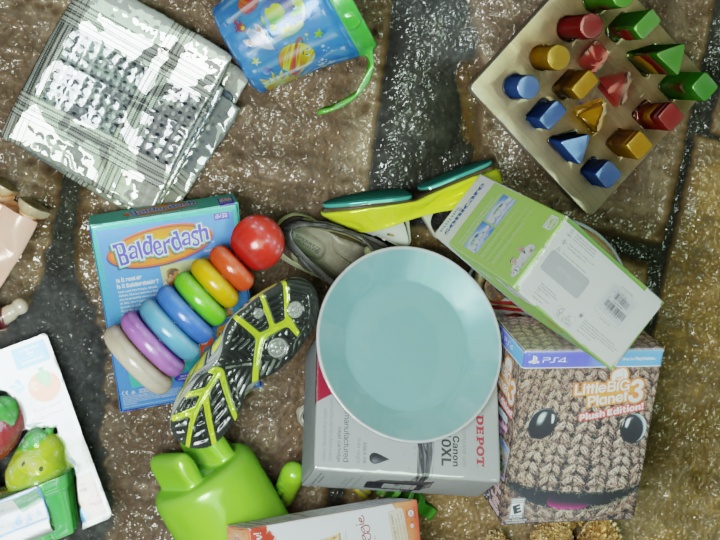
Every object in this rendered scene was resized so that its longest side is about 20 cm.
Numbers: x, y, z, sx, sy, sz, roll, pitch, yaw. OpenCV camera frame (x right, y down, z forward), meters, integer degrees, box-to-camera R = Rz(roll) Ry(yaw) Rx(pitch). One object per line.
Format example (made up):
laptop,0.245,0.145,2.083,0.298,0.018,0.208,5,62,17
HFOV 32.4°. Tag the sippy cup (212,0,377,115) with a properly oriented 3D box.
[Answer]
sippy cup,-0.070,-0.248,1.225,0.129,0.140,0.179,-30,64,6

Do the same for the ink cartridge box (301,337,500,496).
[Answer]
ink cartridge box,0.043,0.152,1.297,0.197,0.083,0.147,5,68,-11

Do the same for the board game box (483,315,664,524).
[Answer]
board game box,0.220,0.158,1.333,0.157,0.097,0.202,0,110,-14

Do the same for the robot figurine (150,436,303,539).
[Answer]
robot figurine,-0.136,0.262,1.289,0.175,0.115,0.201,-37,104,-36

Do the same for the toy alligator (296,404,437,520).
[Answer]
toy alligator,0.011,0.215,1.343,0.200,0.054,0.059,40,89,-14

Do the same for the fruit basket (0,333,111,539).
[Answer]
fruit basket,-0.368,0.189,1.246,0.183,0.094,0.202,-19,98,-8

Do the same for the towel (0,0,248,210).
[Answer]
towel,-0.232,-0.166,1.247,0.199,0.035,0.194,30,92,-14

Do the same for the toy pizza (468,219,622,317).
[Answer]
toy pizza,0.208,0.042,1.367,0.198,0.032,0.203,-2,99,-11

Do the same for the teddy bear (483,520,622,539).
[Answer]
teddy bear,0.207,0.340,1.395,0.199,0.067,0.146,-31,101,-5

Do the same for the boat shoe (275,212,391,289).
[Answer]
boat shoe,0.000,0.000,1.302,0.198,0.065,0.074,21,93,-14

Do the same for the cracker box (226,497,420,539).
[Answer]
cracker box,-0.031,0.310,1.246,0.198,0.057,0.136,-4,86,-31

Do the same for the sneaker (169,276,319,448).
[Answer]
sneaker,-0.122,0.082,1.236,0.200,0.076,0.075,-47,109,-3

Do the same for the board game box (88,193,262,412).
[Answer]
board game box,-0.188,0.033,1.269,0.150,0.045,0.202,-8,108,-10

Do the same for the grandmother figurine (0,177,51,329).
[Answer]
grandmother figurine,-0.384,0.013,1.236,0.121,0.061,0.201,34,94,14

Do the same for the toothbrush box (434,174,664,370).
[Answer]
toothbrush box,0.181,-0.003,1.226,0.145,0.200,0.086,38,90,-23

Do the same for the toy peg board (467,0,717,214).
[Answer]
toy peg board,0.256,-0.194,1.308,0.200,0.098,0.199,44,88,-14

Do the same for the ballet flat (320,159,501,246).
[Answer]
ballet flat,0.059,-0.062,1.306,0.198,0.067,0.068,-15,104,-10

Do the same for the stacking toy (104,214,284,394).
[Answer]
stacking toy,-0.153,0.024,1.211,0.200,0.085,0.085,-45,104,-1

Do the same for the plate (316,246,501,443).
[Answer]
plate,0.048,0.076,1.261,0.198,0.026,0.203,5,74,-16
